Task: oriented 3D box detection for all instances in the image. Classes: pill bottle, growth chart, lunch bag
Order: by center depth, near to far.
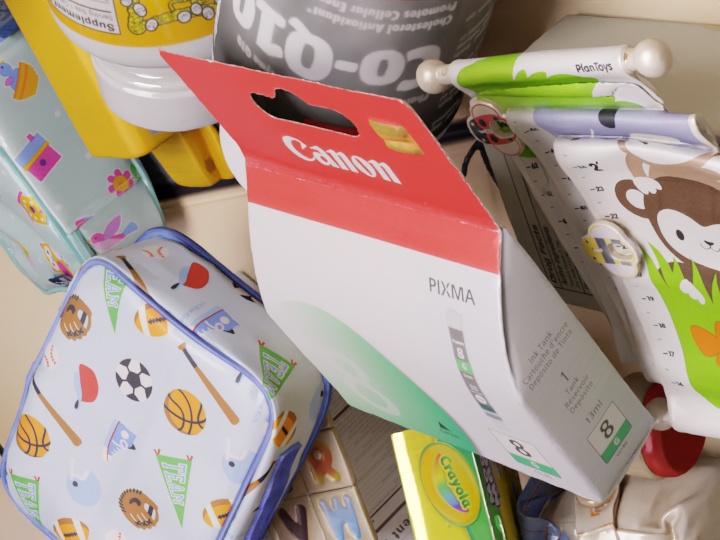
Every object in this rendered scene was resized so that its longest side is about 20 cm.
[{"bbox_3d":[0.116,-0.005,0.642,0.144,0.018,0.201,-3,126,56],"label":"growth chart"},{"bbox_3d":[-0.002,-0.112,0.724,0.114,0.114,0.201,40,150,15],"label":"pill bottle"},{"bbox_3d":[-0.095,-0.164,0.791,0.112,0.113,0.201,30,146,29],"label":"pill bottle"},{"bbox_3d":[-0.105,0.092,0.949,0.160,0.075,0.201,36,124,16],"label":"lunch bag"},{"bbox_3d":[-0.213,-0.074,1.092,0.201,0.077,0.160,57,154,-13],"label":"lunch bag"}]

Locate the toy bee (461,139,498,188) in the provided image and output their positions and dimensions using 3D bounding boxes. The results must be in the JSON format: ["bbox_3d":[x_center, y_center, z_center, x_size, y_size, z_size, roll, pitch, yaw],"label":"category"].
[{"bbox_3d":[0.000,0.000,0.864,0.131,0.109,0.201,40,150,19],"label":"toy bee"}]

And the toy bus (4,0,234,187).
[{"bbox_3d":[-0.128,-0.129,0.914,0.065,0.078,0.201,7,131,50],"label":"toy bus"}]

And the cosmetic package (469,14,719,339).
[{"bbox_3d":[0.147,-0.031,0.660,0.199,0.073,0.104,16,138,45],"label":"cosmetic package"}]

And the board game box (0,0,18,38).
[{"bbox_3d":[-0.260,-0.213,0.908,0.201,0.043,0.199,53,-170,-2],"label":"board game box"}]

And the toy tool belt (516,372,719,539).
[{"bbox_3d":[0.122,0.129,0.838,0.122,0.125,0.201,4,128,41],"label":"toy tool belt"}]

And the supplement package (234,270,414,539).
[{"bbox_3d":[-0.044,0.121,1.061,0.200,0.114,0.110,40,149,16],"label":"supplement package"}]

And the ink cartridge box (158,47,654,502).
[{"bbox_3d":[0.008,0.003,0.698,0.160,0.050,0.200,17,157,48],"label":"ink cartridge box"}]

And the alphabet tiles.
[{"bbox_3d":[-0.076,0.101,0.982,0.165,0.006,0.202,-15,99,38],"label":"alphabet tiles"}]

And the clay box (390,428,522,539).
[{"bbox_3d":[0.056,0.129,0.859,0.200,0.047,0.116,28,-133,-79],"label":"clay box"}]
